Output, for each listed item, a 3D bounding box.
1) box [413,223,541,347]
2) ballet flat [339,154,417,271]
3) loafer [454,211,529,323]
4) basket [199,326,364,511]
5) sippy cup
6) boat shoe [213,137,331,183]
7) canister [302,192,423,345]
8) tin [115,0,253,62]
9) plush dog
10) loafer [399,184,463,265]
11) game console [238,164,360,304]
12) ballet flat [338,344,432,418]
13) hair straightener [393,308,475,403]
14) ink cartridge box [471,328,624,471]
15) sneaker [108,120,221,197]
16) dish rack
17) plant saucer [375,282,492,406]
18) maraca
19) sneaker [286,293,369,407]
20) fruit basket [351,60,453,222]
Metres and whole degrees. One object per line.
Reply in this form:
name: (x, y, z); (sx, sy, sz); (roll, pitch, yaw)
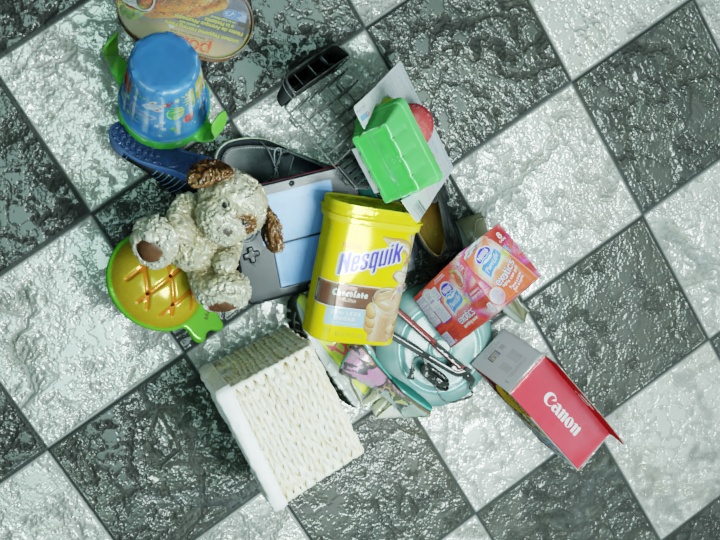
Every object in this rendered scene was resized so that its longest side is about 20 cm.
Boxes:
box: (0.168, 0.025, 1.574); (0.095, 0.200, 0.100); (-36, 84, -24)
ballet flat: (0.032, -0.092, 1.629); (0.072, 0.073, 0.202); (-29, 100, -7)
loafer: (0.214, -0.005, 1.672); (0.069, 0.075, 0.201); (-35, 103, -1)
basket: (-0.120, 0.206, 1.567); (0.159, 0.198, 0.202); (-30, 102, -11)
sippy cup: (-0.272, -0.258, 1.478); (0.174, 0.131, 0.142); (2, 71, -10)
boat shoe: (-0.120, -0.150, 1.585); (0.196, 0.062, 0.076); (14, 96, -13)
canister: (0.000, 0.000, 1.548); (0.146, 0.086, 0.204); (6, 104, -26)
tin: (-0.253, -0.367, 1.529); (0.196, 0.042, 0.114); (13, 81, -14)
plush dog: (-0.200, -0.067, 1.472); (0.171, 0.162, 0.200); (-36, 124, 20)
loafer: (0.096, -0.106, 1.612); (0.072, 0.072, 0.202); (-29, 83, 14)
game console: (-0.089, -0.053, 1.568); (0.196, 0.031, 0.180); (-14, 108, -11)
ballet flat: (0.031, 0.182, 1.618); (0.071, 0.069, 0.200); (-47, 128, -1)
hair straightener: (0.100, 0.142, 1.655); (0.199, 0.041, 0.077); (40, 88, -19)
ink cartridge box: (0.290, 0.206, 1.650); (0.084, 0.175, 0.200); (-45, 114, -4)
sneaker: (-0.278, -0.146, 1.548); (0.197, 0.078, 0.071); (27, 55, 6)
dish rack: (-0.022, -0.219, 1.553); (0.201, 0.054, 0.153); (50, 45, -3)
plant saucer: (0.123, 0.121, 1.690); (0.196, 0.036, 0.204); (-2, 98, -12)
maraca: (-0.279, 0.025, 1.552); (0.198, 0.106, 0.139); (27, 69, -29)
sneaker: (-0.039, 0.108, 1.638); (0.090, 0.078, 0.202); (-38, 110, -13)
fruit basket: (0.062, -0.188, 1.541); (0.093, 0.201, 0.187); (-21, 109, 25)
